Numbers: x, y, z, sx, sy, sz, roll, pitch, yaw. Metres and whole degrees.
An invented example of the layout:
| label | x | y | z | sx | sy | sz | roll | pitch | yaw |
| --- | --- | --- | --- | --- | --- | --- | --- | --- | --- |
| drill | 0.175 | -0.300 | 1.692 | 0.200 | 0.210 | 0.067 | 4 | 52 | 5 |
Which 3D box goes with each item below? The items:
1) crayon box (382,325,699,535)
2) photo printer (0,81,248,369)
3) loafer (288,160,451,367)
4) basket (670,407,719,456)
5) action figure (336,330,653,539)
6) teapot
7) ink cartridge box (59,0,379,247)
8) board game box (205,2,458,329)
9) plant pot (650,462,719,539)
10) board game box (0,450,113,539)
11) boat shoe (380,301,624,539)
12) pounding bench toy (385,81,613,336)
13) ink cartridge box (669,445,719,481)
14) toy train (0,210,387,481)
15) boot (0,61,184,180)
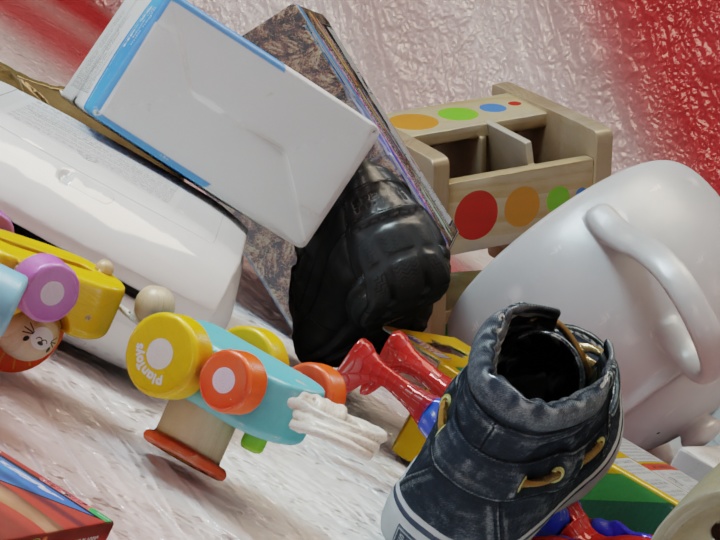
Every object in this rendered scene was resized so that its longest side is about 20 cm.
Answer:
| label | x | y | z | sx | sy | sz | roll | pitch | yaw |
| --- | --- | --- | --- | --- | --- | --- | --- | --- | --- |
| crayon box | 0.099 | 0.099 | 1.247 | 0.200 | 0.052 | 0.126 | 31 | 6 | 18 |
| photo printer | -0.127 | -0.021 | 1.103 | 0.166 | 0.069 | 0.200 | 29 | 5 | -5 |
| loafer | 0.000 | 0.000 | 1.264 | 0.201 | 0.068 | 0.070 | 120 | -51 | -72 |
| basket | 0.259 | 0.090 | 1.731 | 0.123 | 0.136 | 0.200 | 30 | 4 | -33 |
| action figure | 0.074 | 0.102 | 1.110 | 0.200 | 0.052 | 0.065 | 36 | 13 | 19 |
| teapot | 0.158 | 0.040 | 1.520 | 0.200 | 0.197 | 0.146 | -12 | 61 | -54 |
| ink cartridge box | -0.073 | -0.077 | 1.244 | 0.116 | 0.068 | 0.200 | 33 | -1 | -13 |
| board game box | -0.027 | -0.058 | 1.499 | 0.159 | 0.097 | 0.200 | 58 | 5 | -1 |
| plant pot | 0.201 | 0.121 | 1.021 | 0.187 | 0.187 | 0.200 | 32 | 21 | 35 |
| board game box | -0.169 | 0.028 | 0.714 | 0.200 | 0.019 | 0.103 | 30 | 7 | 13 |
| boat shoe | 0.077 | 0.048 | 1.052 | 0.071 | 0.091 | 0.200 | 32 | 28 | 7 |
| pounding bench toy | 0.064 | -0.005 | 1.740 | 0.156 | 0.200 | 0.124 | -12 | 24 | -28 |
| ink cartridge box | 0.236 | 0.147 | 1.509 | 0.109 | 0.050 | 0.200 | 30 | 4 | 16 |
| toy train | -0.095 | 0.032 | 0.896 | 0.200 | 0.056 | 0.150 | 24 | 7 | -11 |
| boot | -0.154 | -0.051 | 1.328 | 0.175 | 0.066 | 0.200 | 20 | 10 | -20 |
